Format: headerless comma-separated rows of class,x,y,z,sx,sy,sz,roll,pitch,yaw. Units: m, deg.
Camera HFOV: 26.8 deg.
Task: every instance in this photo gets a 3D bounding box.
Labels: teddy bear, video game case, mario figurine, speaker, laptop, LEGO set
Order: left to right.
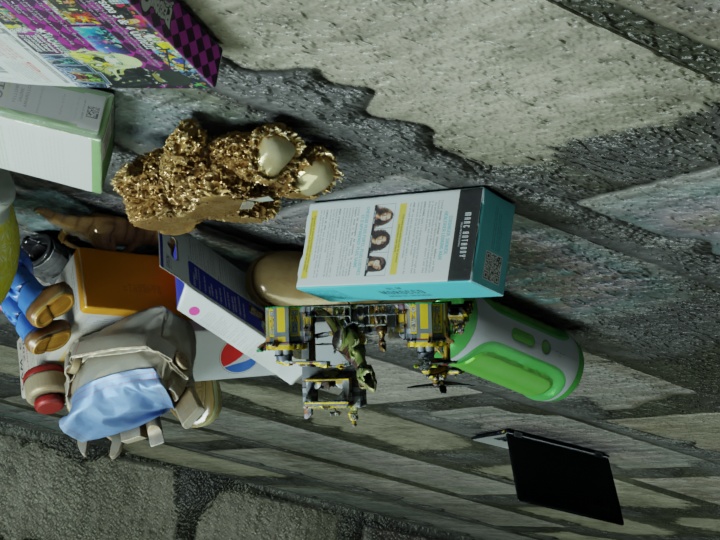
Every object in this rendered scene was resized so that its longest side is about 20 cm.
mario figurine,-0.345,-0.017,1.494,0.200,0.124,0.106,44,-164,23
video game case,-0.211,-0.175,0.992,0.180,0.036,0.200,5,164,21
teddy bear,-0.110,-0.083,1.242,0.144,0.067,0.199,9,162,-35
LEGO set,0.007,0.089,1.391,0.198,0.117,0.154,-2,179,4
speaker,0.149,0.079,1.598,0.199,0.089,0.088,23,160,-40
laptop,0.289,0.325,2.358,0.186,0.117,0.200,16,164,-19

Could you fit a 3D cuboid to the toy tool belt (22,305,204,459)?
toy tool belt,-0.246,0.126,1.492,0.199,0.124,0.125,-24,150,18

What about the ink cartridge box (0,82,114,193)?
ink cartridge box,-0.302,-0.123,1.231,0.198,0.048,0.146,14,165,-6

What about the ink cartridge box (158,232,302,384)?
ink cartridge box,-0.134,0.029,1.508,0.037,0.095,0.200,-40,122,19

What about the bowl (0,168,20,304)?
bowl,-0.369,-0.056,1.340,0.107,0.201,0.200,-39,142,20

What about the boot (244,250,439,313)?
boot,0.000,0.000,1.463,0.174,0.067,0.200,8,166,-22

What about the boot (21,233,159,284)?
boot,-0.292,0.001,1.654,0.131,0.070,0.199,28,152,-34

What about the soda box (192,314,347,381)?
soda box,-0.109,0.070,1.633,0.198,0.064,0.068,-3,-152,-20

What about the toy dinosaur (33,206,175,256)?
toy dinosaur,-0.270,-0.041,1.525,0.199,0.061,0.106,12,147,-40

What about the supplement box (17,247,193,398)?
supplement box,-0.267,0.060,1.573,0.125,0.074,0.200,5,146,-31

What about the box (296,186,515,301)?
box,0.036,-0.020,1.313,0.199,0.083,0.049,-2,163,41

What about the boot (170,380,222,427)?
boot,-0.180,0.101,1.743,0.072,0.201,0.154,-34,151,14
